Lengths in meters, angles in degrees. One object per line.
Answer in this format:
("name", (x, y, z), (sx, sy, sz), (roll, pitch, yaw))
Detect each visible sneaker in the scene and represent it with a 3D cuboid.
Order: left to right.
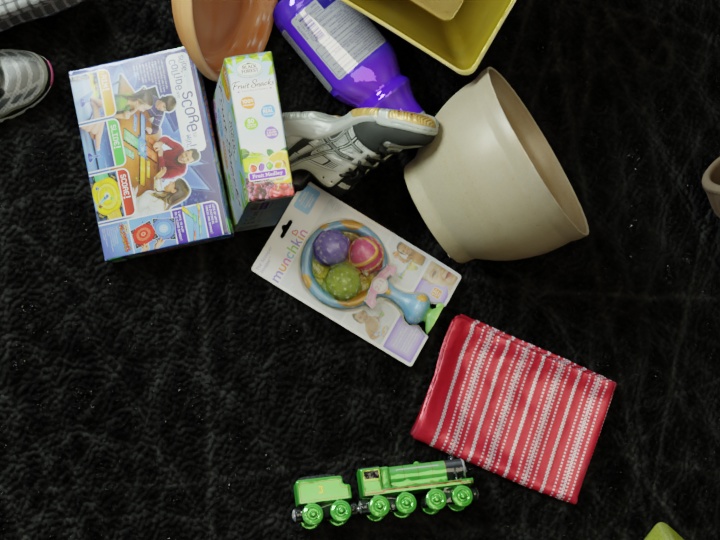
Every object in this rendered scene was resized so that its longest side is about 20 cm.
("sneaker", (-0.410, -0.190, 1.663), (0.198, 0.087, 0.074), (-6, 84, -11))
("sneaker", (-0.003, -0.120, 1.698), (0.075, 0.199, 0.088), (5, 85, -52))

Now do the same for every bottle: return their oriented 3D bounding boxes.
("bottle", (-0.005, -0.221, 1.750), (0.083, 0.065, 0.200), (-41, 92, -13))

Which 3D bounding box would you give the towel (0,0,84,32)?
("towel", (-0.377, -0.344, 1.676), (0.164, 0.086, 0.202), (-17, 81, 9))

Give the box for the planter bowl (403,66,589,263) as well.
("planter bowl", (0.129, -0.091, 1.709), (0.134, 0.200, 0.201), (-30, 89, 15))

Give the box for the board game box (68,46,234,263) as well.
("board game box", (-0.216, -0.120, 1.700), (0.134, 0.034, 0.202), (-11, 86, 2))

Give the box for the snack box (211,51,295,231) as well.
("snack box", (-0.110, -0.125, 1.651), (0.053, 0.200, 0.143), (-10, 85, -10))

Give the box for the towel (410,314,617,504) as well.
("towel", (0.165, 0.147, 1.758), (0.199, 0.022, 0.146), (23, 81, -7))

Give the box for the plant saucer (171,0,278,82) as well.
("plant saucer", (-0.140, -0.293, 1.683), (0.037, 0.200, 0.202), (10, 80, 21))

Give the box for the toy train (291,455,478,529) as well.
("toy train", (0.025, 0.231, 1.715), (0.198, 0.042, 0.057), (-6, 74, -11))

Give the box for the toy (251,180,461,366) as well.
("toy", (0.000, 0.000, 1.733), (0.199, 0.047, 0.116), (32, 77, -5))

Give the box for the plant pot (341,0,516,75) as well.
("plant pot", (0.076, -0.342, 1.706), (0.199, 0.176, 0.201), (30, 99, -5))

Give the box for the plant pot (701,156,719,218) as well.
("plant pot", (0.488, -0.054, 1.769), (0.199, 0.200, 0.176), (-26, 105, -12))

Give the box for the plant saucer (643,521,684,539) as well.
("plant saucer", (0.338, 0.406, 1.744), (0.200, 0.048, 0.200), (42, 79, -3))
